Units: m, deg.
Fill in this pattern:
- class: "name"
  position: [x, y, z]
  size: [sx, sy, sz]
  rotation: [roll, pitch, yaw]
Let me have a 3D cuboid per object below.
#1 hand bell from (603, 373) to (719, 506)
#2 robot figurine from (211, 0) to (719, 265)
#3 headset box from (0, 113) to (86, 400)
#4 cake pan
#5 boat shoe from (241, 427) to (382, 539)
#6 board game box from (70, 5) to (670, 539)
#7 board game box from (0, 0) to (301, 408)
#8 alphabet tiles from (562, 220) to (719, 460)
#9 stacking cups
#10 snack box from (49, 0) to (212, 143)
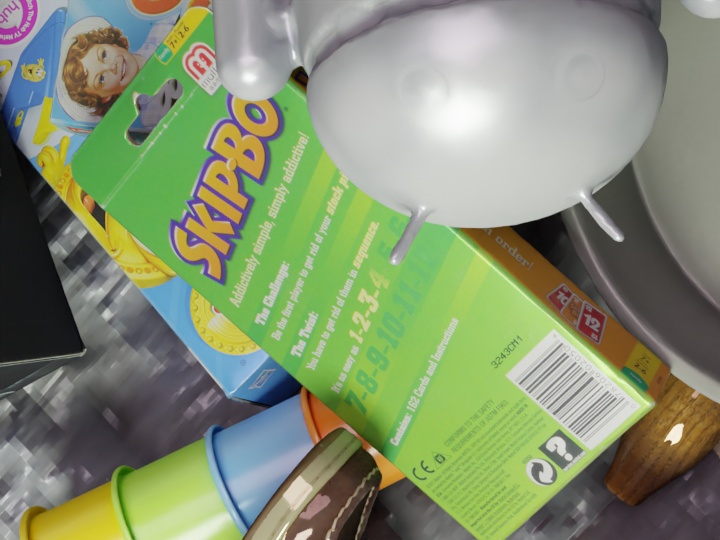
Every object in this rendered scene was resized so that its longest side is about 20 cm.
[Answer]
- class: "hand bell"
  position: [0.150, 0.003, 0.917]
  size: [0.104, 0.104, 0.200]
  rotation: [40, 107, 18]
- class: "robot figurine"
  position: [0.035, -0.100, 0.822]
  size: [0.169, 0.113, 0.201]
  rotation: [-10, 71, 11]
- class: "headset box"
  position: [-0.218, -0.013, 0.994]
  size: [0.199, 0.093, 0.175]
  rotation: [-28, 77, 32]
- class: "cake pan"
  position: [0.151, -0.050, 0.844]
  size: [0.199, 0.037, 0.202]
  rotation: [8, 104, 36]
- class: "boat shoe"
  position: [-0.021, 0.149, 0.933]
  size: [0.072, 0.072, 0.201]
  rotation: [27, 116, 13]
- class: "board game box"
  position: [0.000, 0.000, 0.888]
  size: [0.200, 0.030, 0.096]
  rotation: [40, 128, -5]
- class: "board game box"
  position: [-0.032, -0.087, 0.996]
  size: [0.200, 0.056, 0.196]
  rotation: [-45, 72, 8]
- class: "alphabet tiles"
  position: [0.192, 0.015, 0.938]
  size: [0.167, 0.008, 0.201]
  rotation: [-35, 75, 10]
- class: "stacking cups"
  position: [-0.026, 0.078, 0.974]
  size: [0.199, 0.060, 0.061]
  rotation: [-24, 77, 11]
- class: "snack box"
  position: [-0.037, -0.141, 0.925]
  size: [0.115, 0.037, 0.201]
  rotation: [7, 86, 20]
